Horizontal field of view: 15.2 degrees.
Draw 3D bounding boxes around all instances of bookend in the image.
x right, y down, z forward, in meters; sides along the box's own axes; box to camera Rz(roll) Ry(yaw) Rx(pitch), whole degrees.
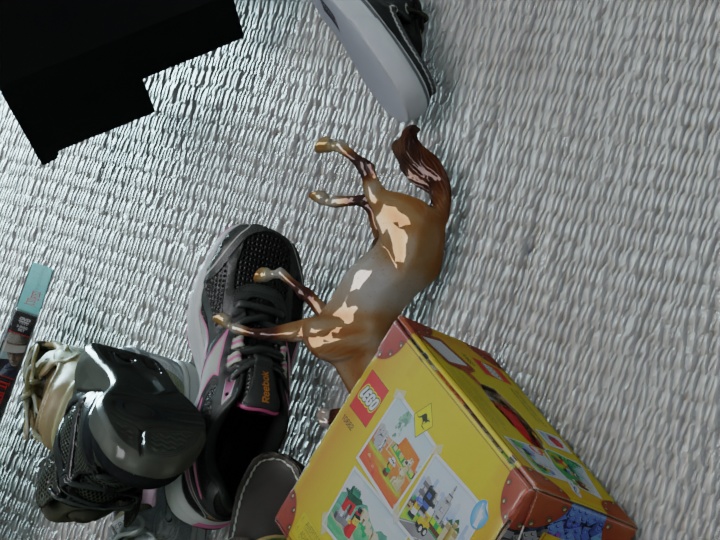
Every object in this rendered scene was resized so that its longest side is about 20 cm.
[{"bbox_3d":[-0.177,-0.181,2.000,0.200,0.199,0.092,-22,76,-2],"label":"bookend"}]

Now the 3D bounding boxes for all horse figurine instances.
[{"bbox_3d":[0.000,0.000,1.685,0.132,0.050,0.200,30,86,28],"label":"horse figurine"}]

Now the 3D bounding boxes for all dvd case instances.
[{"bbox_3d":[-0.275,0.103,2.007,0.146,0.022,0.200,-99,28,-77],"label":"dvd case"}]

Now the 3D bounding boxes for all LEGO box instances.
[{"bbox_3d":[0.048,0.142,1.521,0.149,0.077,0.200,-58,33,14],"label":"LEGO box"}]

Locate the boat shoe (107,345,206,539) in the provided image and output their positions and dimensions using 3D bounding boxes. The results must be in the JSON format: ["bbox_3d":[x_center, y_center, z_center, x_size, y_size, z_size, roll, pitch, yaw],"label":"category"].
[{"bbox_3d":[-0.146,0.149,1.819,0.074,0.065,0.202,-26,51,47],"label":"boat shoe"}]

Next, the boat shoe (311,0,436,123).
[{"bbox_3d":[0.011,-0.172,1.791,0.057,0.069,0.200,-25,42,-6],"label":"boat shoe"}]

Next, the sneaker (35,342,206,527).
[{"bbox_3d":[-0.153,0.125,1.714,0.199,0.076,0.114,-140,64,-69],"label":"sneaker"}]

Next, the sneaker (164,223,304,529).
[{"bbox_3d":[-0.068,0.070,1.735,0.086,0.080,0.200,174,103,-70],"label":"sneaker"}]

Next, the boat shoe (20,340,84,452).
[{"bbox_3d":[-0.215,0.087,1.891,0.200,0.063,0.073,-152,85,-86],"label":"boat shoe"}]

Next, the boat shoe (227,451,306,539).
[{"bbox_3d":[-0.050,0.196,1.627,0.072,0.061,0.201,-8,61,9],"label":"boat shoe"}]
